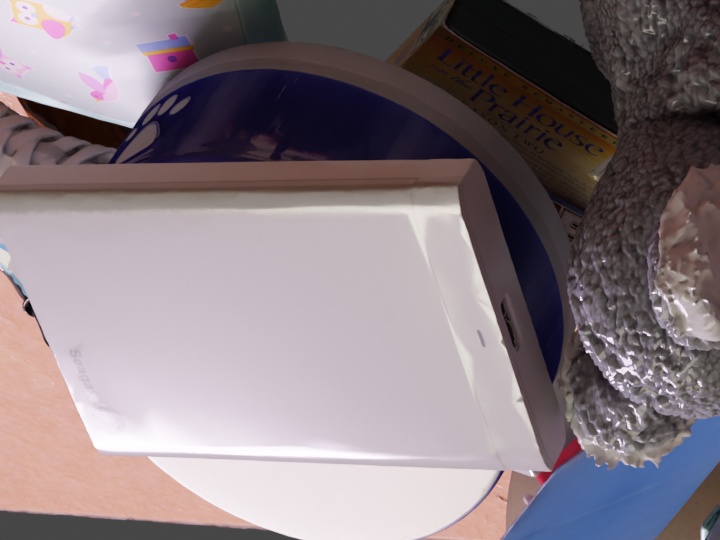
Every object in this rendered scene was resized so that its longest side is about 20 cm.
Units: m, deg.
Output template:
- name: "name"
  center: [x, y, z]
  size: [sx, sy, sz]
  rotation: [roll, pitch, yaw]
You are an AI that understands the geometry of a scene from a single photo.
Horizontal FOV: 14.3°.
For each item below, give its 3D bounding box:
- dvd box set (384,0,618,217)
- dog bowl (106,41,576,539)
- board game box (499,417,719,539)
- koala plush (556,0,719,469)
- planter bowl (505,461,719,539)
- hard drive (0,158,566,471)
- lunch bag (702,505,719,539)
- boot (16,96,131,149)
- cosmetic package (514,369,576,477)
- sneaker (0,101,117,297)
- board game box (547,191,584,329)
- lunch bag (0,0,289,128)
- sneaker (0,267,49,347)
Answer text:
- name: "dvd box set"
  center: [0.066, -0.048, 1.277]
  size: [0.146, 0.030, 0.200]
  rotation: [30, 157, -8]
- name: "dog bowl"
  center: [-0.018, 0.012, 1.142]
  size: [0.199, 0.079, 0.201]
  rotation: [15, 133, 16]
- name: "board game box"
  center: [0.105, 0.092, 1.308]
  size: [0.039, 0.157, 0.200]
  rotation: [53, 136, 22]
- name: "koala plush"
  center: [0.136, -0.031, 1.033]
  size: [0.183, 0.201, 0.177]
  rotation: [27, 157, -1]
- name: "planter bowl"
  center: [0.157, 0.156, 1.475]
  size: [0.199, 0.135, 0.200]
  rotation: [22, 155, 11]
- name: "hard drive"
  center: [-0.032, 0.017, 1.079]
  size: [0.199, 0.026, 0.132]
  rotation: [0, 128, 28]
- name: "lunch bag"
  center: [0.256, 0.107, 1.212]
  size: [0.199, 0.171, 0.122]
  rotation: [24, 147, 11]
- name: "boot"
  center: [-0.101, -0.083, 1.373]
  size: [0.188, 0.069, 0.200]
  rotation: [18, 149, 37]
- name: "cosmetic package"
  center: [0.000, 0.000, 1.264]
  size: [0.200, 0.052, 0.151]
  rotation: [15, 141, 50]
- name: "sneaker"
  center: [-0.150, -0.038, 1.363]
  size: [0.200, 0.077, 0.081]
  rotation: [43, 134, -4]
- name: "board game box"
  center: [0.072, 0.021, 1.335]
  size: [0.135, 0.035, 0.200]
  rotation: [29, 157, -6]
- name: "lunch bag"
  center: [-0.115, -0.143, 1.165]
  size: [0.199, 0.122, 0.171]
  rotation: [24, 156, 20]
- name: "sneaker"
  center: [-0.137, 0.019, 1.560]
  size: [0.199, 0.082, 0.077]
  rotation: [31, 156, -9]
